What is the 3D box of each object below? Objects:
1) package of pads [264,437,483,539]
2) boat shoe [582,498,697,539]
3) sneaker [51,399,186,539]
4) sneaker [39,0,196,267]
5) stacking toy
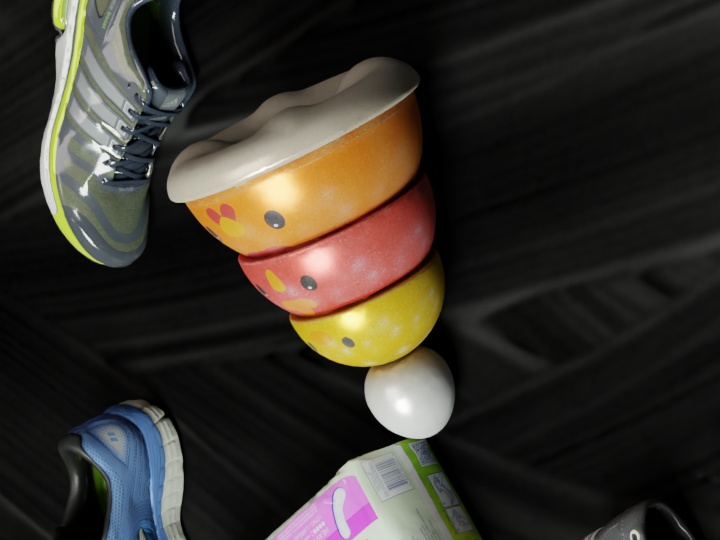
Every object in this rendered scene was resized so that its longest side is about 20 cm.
[{"bbox_3d":[0.002,0.210,1.077,0.200,0.068,0.155,-47,65,41],"label":"package of pads"},{"bbox_3d":[0.177,0.196,0.904,0.066,0.070,0.200,-54,54,40],"label":"boat shoe"},{"bbox_3d":[-0.157,0.188,1.218,0.079,0.089,0.200,-9,93,47],"label":"sneaker"},{"bbox_3d":[-0.144,-0.096,1.155,0.081,0.074,0.200,16,112,39],"label":"sneaker"},{"bbox_3d":[0.000,0.000,1.013,0.146,0.146,0.200,-16,105,46],"label":"stacking toy"}]
